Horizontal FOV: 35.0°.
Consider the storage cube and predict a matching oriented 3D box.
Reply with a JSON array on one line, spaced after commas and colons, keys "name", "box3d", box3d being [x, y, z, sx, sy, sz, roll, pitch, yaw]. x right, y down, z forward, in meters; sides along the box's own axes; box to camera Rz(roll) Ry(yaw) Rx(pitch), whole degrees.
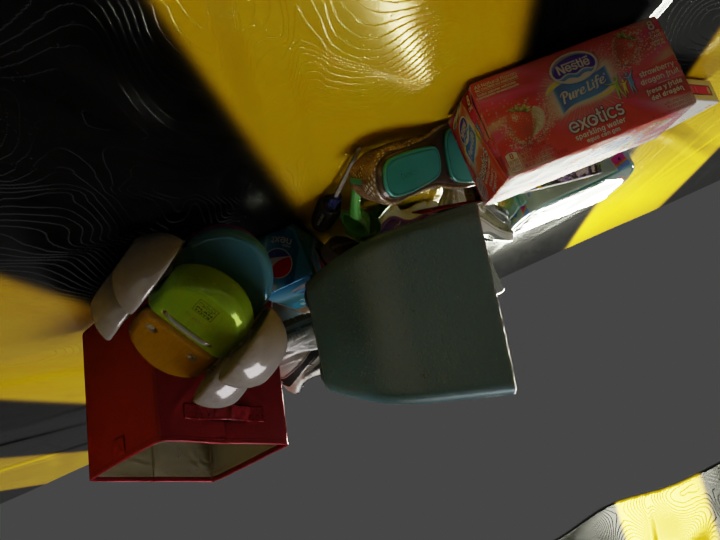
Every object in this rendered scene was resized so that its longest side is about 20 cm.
[{"name": "storage cube", "box3d": [-0.206, 0.135, 1.310, 0.170, 0.182, 0.199, 8, 154, -37]}]

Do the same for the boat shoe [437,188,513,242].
[{"name": "boat shoe", "box3d": [0.147, -0.073, 1.450, 0.074, 0.066, 0.202, 4, 177, 27]}]

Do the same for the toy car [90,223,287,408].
[{"name": "toy car", "box3d": [-0.150, 0.026, 1.108, 0.151, 0.175, 0.200, -58, -170, -30]}]

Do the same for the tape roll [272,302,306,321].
[{"name": "tape roll", "box3d": [-0.114, 0.084, 1.480, 0.201, 0.037, 0.203, 15, 162, 5]}]

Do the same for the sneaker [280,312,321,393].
[{"name": "sneaker", "box3d": [-0.014, 0.082, 1.369, 0.198, 0.088, 0.076, -20, -163, -2]}]

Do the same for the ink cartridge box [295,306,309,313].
[{"name": "ink cartridge box", "box3d": [-0.026, 0.014, 1.562, 0.199, 0.067, 0.116, -17, 171, -37]}]

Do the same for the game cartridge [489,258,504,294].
[{"name": "game cartridge", "box3d": [0.114, 0.005, 1.656, 0.041, 0.134, 0.200, -15, 169, -39]}]

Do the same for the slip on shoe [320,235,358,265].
[{"name": "slip on shoe", "box3d": [0.000, 0.000, 1.422, 0.061, 0.076, 0.200, -58, 165, 12]}]

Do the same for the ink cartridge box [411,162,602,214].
[{"name": "ink cartridge box", "box3d": [0.155, -0.107, 1.269, 0.198, 0.051, 0.109, -14, -175, -6]}]

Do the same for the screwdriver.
[{"name": "screwdriver", "box3d": [-0.020, -0.079, 1.151, 0.028, 0.029, 0.200, -20, 172, -19]}]

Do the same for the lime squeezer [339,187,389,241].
[{"name": "lime squeezer", "box3d": [0.010, -0.061, 1.202, 0.071, 0.038, 0.200, -43, 170, 14]}]

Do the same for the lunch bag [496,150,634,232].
[{"name": "lunch bag", "box3d": [0.258, -0.116, 1.493, 0.159, 0.078, 0.200, -20, 171, -9]}]

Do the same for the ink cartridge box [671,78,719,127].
[{"name": "ink cartridge box", "box3d": [0.368, -0.201, 1.411, 0.094, 0.037, 0.199, -28, 173, 33]}]

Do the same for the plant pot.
[{"name": "plant pot", "box3d": [0.048, 0.049, 1.238, 0.198, 0.198, 0.196, -12, 178, 4]}]

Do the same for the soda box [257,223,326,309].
[{"name": "soda box", "box3d": [-0.077, -0.001, 1.350, 0.067, 0.065, 0.200, -24, 172, 6]}]

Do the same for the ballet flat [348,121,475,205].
[{"name": "ballet flat", "box3d": [0.064, -0.109, 1.118, 0.065, 0.071, 0.199, 5, -166, 45]}]

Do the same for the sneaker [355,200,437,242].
[{"name": "sneaker", "box3d": [0.065, -0.032, 1.433, 0.081, 0.084, 0.199, -43, 163, 29]}]

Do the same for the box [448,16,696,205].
[{"name": "box", "box3d": [0.194, -0.148, 1.066, 0.198, 0.096, 0.100, -22, 172, -11]}]
